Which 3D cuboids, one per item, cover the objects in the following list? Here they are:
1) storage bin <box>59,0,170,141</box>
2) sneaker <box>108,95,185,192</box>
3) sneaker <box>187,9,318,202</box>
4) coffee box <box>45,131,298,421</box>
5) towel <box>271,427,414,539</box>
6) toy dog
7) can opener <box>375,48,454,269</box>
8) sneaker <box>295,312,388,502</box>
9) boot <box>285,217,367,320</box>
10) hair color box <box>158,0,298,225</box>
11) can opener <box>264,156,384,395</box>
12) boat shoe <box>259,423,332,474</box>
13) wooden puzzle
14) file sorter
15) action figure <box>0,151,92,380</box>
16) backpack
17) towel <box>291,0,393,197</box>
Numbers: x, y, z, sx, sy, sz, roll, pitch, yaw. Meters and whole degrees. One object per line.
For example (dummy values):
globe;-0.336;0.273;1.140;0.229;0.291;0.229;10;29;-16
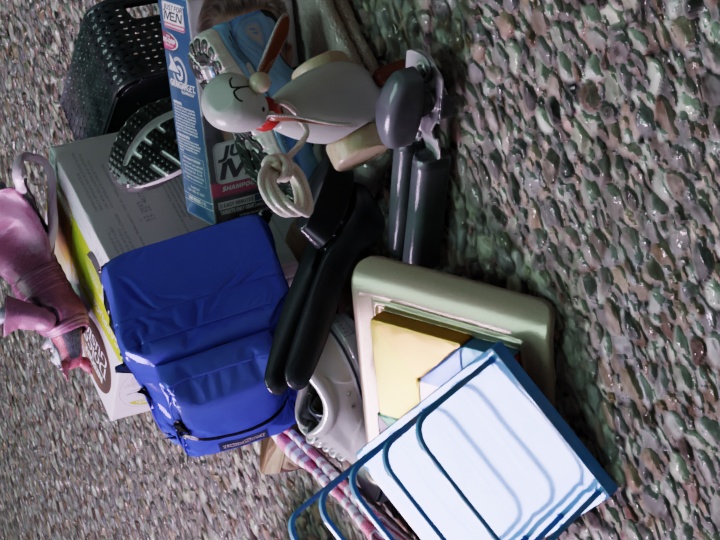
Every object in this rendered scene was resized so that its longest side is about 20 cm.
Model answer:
storage bin;-0.207;-0.183;1.772;0.094;0.135;0.200;66;154;18
sneaker;-0.144;-0.132;1.628;0.074;0.200;0.080;44;160;14
sneaker;-0.059;-0.127;1.492;0.078;0.090;0.200;24;146;53
coffee box;-0.178;-0.007;1.739;0.200;0.200;0.198;60;152;30
towel;0.001;0.217;1.602;0.146;0.030;0.200;47;175;-38
toy dog;-0.029;-0.134;1.374;0.096;0.200;0.132;-35;95;27
can opener;0.038;-0.085;1.413;0.053;0.066;0.200;50;151;42
sneaker;-0.019;0.125;1.520;0.073;0.071;0.200;45;157;52
boot;0.000;0.000;1.541;0.200;0.064;0.186;65;154;24
hair color box;-0.106;-0.148;1.544;0.061;0.100;0.200;27;128;55
can opener;-0.037;0.009;1.452;0.063;0.079;0.200;-20;48;60
boat shoe;-0.048;0.148;1.720;0.200;0.072;0.072;114;163;-59
wooden puzzle;0.070;0.101;1.402;0.185;0.037;0.200;15;119;35
file sorter;0.061;0.176;1.345;0.139;0.123;0.200;51;136;4
action figure;-0.294;0.008;1.678;0.149;0.134;0.200;-36;81;20
backpack;-0.128;0.075;1.549;0.200;0.162;0.168;81;175;-61
towel;-0.025;-0.161;1.527;0.200;0.034;0.133;64;154;21
